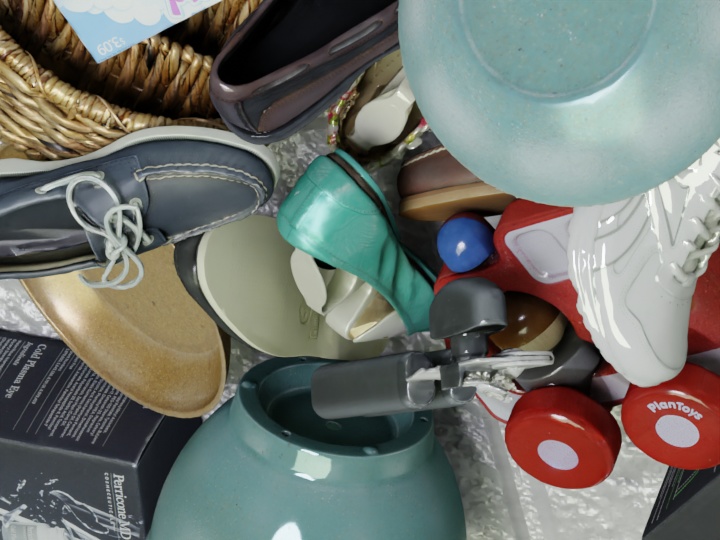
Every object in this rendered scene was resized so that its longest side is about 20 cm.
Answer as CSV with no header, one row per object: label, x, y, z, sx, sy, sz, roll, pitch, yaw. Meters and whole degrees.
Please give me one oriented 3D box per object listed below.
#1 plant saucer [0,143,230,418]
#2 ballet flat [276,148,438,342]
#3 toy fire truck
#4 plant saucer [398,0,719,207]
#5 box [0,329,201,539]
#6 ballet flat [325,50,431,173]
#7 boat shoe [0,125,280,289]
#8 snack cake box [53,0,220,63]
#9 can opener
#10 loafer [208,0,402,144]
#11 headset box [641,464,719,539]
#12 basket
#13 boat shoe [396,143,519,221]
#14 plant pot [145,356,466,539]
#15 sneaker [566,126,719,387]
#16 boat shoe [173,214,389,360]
plant saucer,-0.141,-0.004,1.761,0.200,0.035,0.201,34,147,26
ballet flat,0.000,0.000,1.662,0.067,0.070,0.200,44,177,30
toy fire truck,0.127,0.020,1.627,0.199,0.112,0.168,-14,126,39
plant saucer,0.102,-0.133,1.448,0.200,0.039,0.203,-2,85,24
box,-0.197,0.150,1.897,0.181,0.104,0.201,8,129,16
ballet flat,0.042,-0.118,1.607,0.075,0.064,0.200,33,132,-3
boat shoe,-0.141,-0.030,1.572,0.199,0.062,0.075,-4,134,10
snack cake box,-0.077,-0.202,1.493,0.199,0.067,0.115,-25,114,24
can opener,0.038,0.048,1.631,0.052,0.067,0.200,0,170,-29
loafer,0.001,-0.147,1.526,0.072,0.200,0.063,45,179,19
headset box,0.291,0.126,1.669,0.174,0.093,0.200,38,131,-9
basket,-0.127,-0.140,1.610,0.199,0.143,0.149,28,133,1
boat shoe,0.109,-0.072,1.618,0.199,0.070,0.071,-11,81,26
plant pot,-0.024,0.134,1.759,0.199,0.200,0.135,17,117,11
sneaker,0.159,-0.040,1.475,0.099,0.078,0.201,2,99,29
boat shoe,-0.053,0.012,1.688,0.063,0.074,0.201,7,173,28
